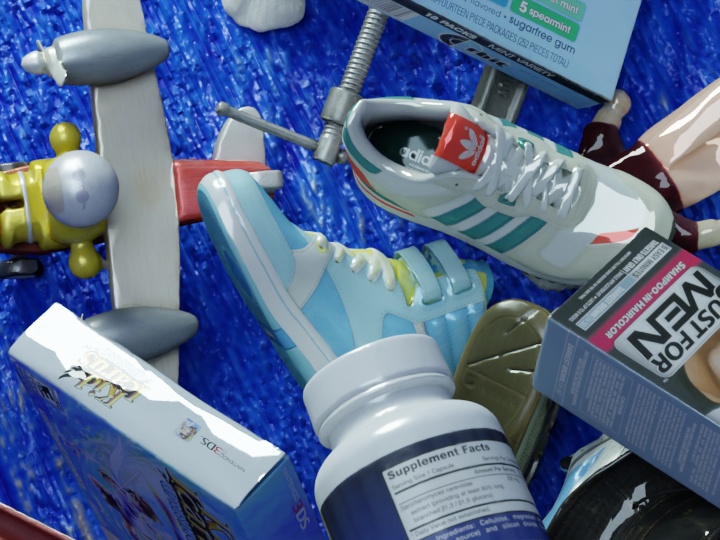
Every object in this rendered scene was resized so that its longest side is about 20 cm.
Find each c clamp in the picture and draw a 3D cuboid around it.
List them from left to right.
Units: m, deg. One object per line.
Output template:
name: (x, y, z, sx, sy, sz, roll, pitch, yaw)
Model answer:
c clamp: (0.032, -0.143, 1.583, 0.170, 0.027, 0.201, 28, 83, -16)

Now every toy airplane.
toy airplane: (-0.142, -0.043, 1.573, 0.200, 0.141, 0.199, 40, 92, 8)

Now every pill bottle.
pill bottle: (0.040, 0.140, 1.435, 0.111, 0.111, 0.201, -24, 67, 4)

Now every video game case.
video game case: (-0.093, 0.129, 1.463, 0.181, 0.200, 0.045, 29, 65, 33)

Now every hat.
hat: (0.196, 0.178, 1.440, 0.199, 0.081, 0.202, -1, 99, -9)

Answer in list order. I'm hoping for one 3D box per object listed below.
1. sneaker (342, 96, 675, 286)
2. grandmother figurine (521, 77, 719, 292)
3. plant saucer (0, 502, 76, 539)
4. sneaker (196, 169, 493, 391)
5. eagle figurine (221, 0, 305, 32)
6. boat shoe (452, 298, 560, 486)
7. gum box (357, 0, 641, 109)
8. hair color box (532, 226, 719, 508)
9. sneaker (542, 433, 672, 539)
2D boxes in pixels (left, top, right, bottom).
sneaker: (0.078, -0.049, 1.500, 0.199, 0.093, 0.071, 20, 80, 17)
grandmother figurine: (0.174, -0.059, 1.558, 0.200, 0.061, 0.121, -37, 54, -2)
plant saucer: (-0.234, 0.239, 1.570, 0.199, 0.037, 0.200, 24, 81, 18)
sneaker: (0.000, 0.000, 1.539, 0.130, 0.080, 0.201, -35, 111, -6)
eagle figurine: (-0.011, -0.247, 1.631, 0.200, 0.151, 0.152, -35, 113, -30)
boat shoe: (0.070, 0.112, 1.527, 0.072, 0.066, 0.202, 29, 101, 30)
gum box: (0.099, -0.222, 1.575, 0.169, 0.044, 0.201, 23, 76, -23)
hair color box: (0.202, 0.069, 1.422, 0.200, 0.061, 0.099, 33, 50, 21)
sneaker: (0.160, 0.107, 1.510, 0.200, 0.072, 0.072, -44, 61, -7)
